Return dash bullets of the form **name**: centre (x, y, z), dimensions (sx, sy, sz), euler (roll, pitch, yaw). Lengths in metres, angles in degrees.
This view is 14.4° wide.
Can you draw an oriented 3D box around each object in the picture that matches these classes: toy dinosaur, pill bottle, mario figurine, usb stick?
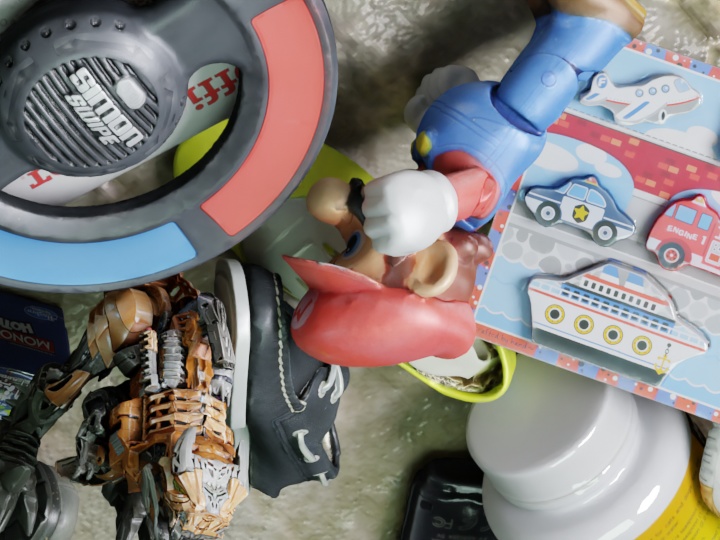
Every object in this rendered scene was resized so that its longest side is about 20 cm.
- **toy dinosaur**: centre (-0.090, 0.052, 1.203), dimensions (0.102, 0.200, 0.136), euler (28, 121, -11)
- **pill bottle**: centre (0.132, 0.123, 1.383), dimensions (0.109, 0.109, 0.200), euler (-30, 130, 12)
- **mario figurine**: centre (0.029, -0.051, 1.198), dimensions (0.200, 0.106, 0.123), euler (-55, 148, -6)
- **usb stick**: centre (0.038, 0.177, 1.460), dimensions (0.055, 0.033, 0.200), euler (6, 127, -6)

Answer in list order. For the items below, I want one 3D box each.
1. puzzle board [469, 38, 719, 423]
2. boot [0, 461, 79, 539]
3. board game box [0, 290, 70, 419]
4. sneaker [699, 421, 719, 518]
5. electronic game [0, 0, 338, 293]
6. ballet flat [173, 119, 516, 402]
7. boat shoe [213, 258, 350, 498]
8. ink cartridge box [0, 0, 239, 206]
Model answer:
- **puzzle board**: centre (0.160, -0.010, 1.261), dimensions (0.200, 0.017, 0.151), euler (20, 100, 4)
- **boot**: centre (-0.143, 0.169, 1.403), dimensions (0.130, 0.068, 0.200), euler (10, 133, -25)
- **board game box**: centre (-0.263, 0.082, 1.302), dimensions (0.200, 0.062, 0.200), euler (17, 122, -23)
- **sneaker**: centre (0.222, 0.029, 1.308), dimensions (0.076, 0.088, 0.200), euler (-10, 113, -56)
- **electronic game**: centre (-0.107, -0.070, 1.118), dimensions (0.200, 0.042, 0.200), euler (-6, 130, -7)
- **ballet flat**: centre (0.000, 0.000, 1.288), dimensions (0.067, 0.067, 0.200), euler (-41, 124, 21)
- **boat shoe**: centre (-0.035, 0.047, 1.286), dimensions (0.060, 0.076, 0.200), euler (-3, 160, -3)
- **ink cartridge box**: centre (-0.128, -0.135, 1.143), dimensions (0.147, 0.083, 0.200), euler (-28, 128, 10)
